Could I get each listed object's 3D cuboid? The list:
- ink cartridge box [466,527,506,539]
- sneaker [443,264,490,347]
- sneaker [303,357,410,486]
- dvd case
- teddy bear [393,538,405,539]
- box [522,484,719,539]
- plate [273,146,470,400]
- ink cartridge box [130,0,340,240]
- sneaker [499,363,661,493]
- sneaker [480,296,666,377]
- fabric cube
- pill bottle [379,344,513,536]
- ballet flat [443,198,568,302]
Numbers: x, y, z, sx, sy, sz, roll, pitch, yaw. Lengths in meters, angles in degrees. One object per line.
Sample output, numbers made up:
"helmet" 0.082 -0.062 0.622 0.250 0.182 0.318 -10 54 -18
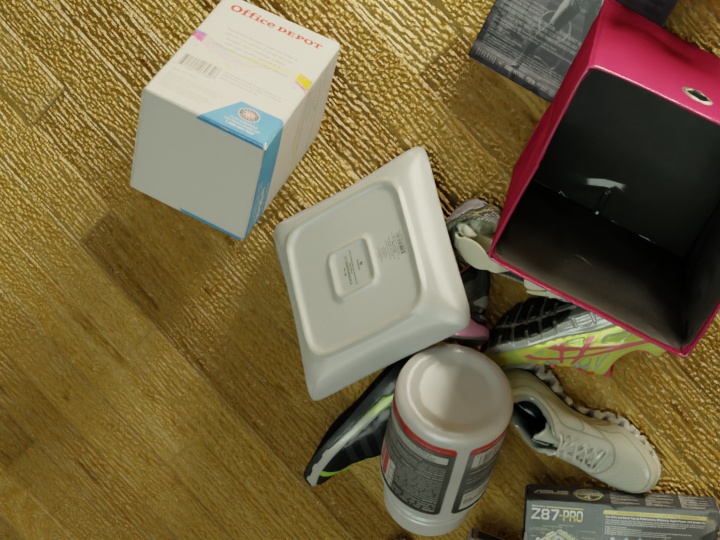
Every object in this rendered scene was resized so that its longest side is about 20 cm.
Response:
"ink cartridge box" 0.179 0.401 1.544 0.198 0.043 0.200 19 105 1
"sneaker" 0.045 0.016 1.456 0.198 0.079 0.097 10 86 24
"sneaker" 0.016 0.180 1.527 0.083 0.072 0.200 40 120 -3
"dvd case" 0.205 -0.247 1.307 0.148 0.016 0.201 30 119 5
"teddy bear" 0.047 0.377 1.603 0.198 0.067 0.146 25 116 7
"box" 0.262 0.309 1.469 0.197 0.049 0.163 2 103 6
"plate" 0.000 0.000 1.413 0.199 0.032 0.202 -27 62 27
"ink cartridge box" -0.113 -0.155 1.370 0.127 0.201 0.126 25 136 7
"sneaker" 0.212 0.168 1.447 0.199 0.081 0.075 34 117 2
"sneaker" 0.213 0.072 1.409 0.198 0.078 0.091 -15 115 27
"fabric cube" 0.247 -0.086 1.246 0.195 0.200 0.201 27 119 1
"pill bottle" 0.079 0.174 1.420 0.115 0.116 0.201 22 142 9
"ballet flat" 0.160 -0.008 1.365 0.199 0.072 0.073 24 120 30
